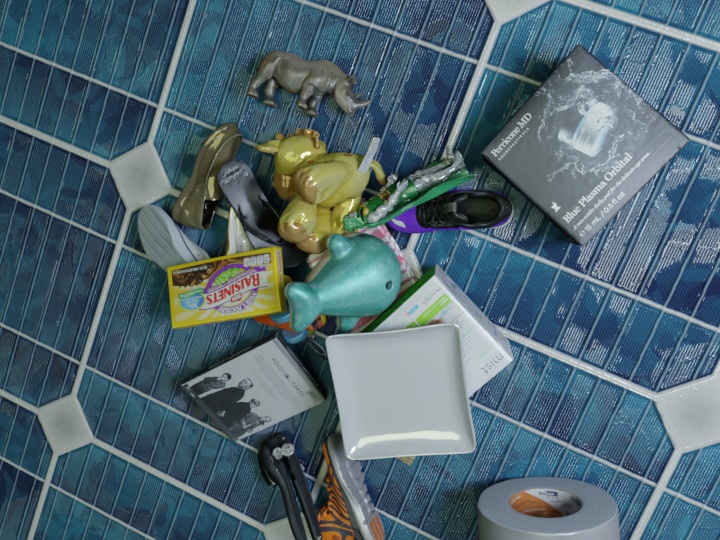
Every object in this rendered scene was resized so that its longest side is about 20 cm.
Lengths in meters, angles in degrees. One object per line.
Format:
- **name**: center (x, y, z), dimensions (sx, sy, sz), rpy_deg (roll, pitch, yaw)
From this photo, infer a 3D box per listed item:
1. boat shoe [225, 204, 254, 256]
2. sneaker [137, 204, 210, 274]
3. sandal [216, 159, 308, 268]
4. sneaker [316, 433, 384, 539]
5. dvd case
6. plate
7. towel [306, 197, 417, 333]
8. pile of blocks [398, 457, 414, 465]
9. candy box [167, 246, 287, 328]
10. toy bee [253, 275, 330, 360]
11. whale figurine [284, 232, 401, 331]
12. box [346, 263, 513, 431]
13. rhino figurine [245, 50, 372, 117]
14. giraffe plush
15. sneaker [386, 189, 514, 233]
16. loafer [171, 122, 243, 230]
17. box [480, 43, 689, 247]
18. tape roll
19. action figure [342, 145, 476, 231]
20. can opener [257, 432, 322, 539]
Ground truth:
- **boat shoe**: center (-0.189, -0.056, 1.086), dimensions (0.069, 0.071, 0.201), rpy_deg (4, 103, -8)
- **sneaker**: center (-0.309, -0.029, 1.114), dimensions (0.073, 0.071, 0.200), rpy_deg (-42, 75, 20)
- **sandal**: center (-0.158, -0.083, 1.028), dimensions (0.076, 0.043, 0.200), rpy_deg (-41, 104, -11)
- **sneaker**: center (-0.046, 0.382, 1.089), dimensions (0.112, 0.077, 0.201), rpy_deg (-24, 82, 23)
- **dvd case**: center (-0.178, 0.201, 1.092), dimensions (0.199, 0.025, 0.151), rpy_deg (-27, 115, 17)
- **plate**: center (0.061, 0.178, 0.959), dimensions (0.199, 0.032, 0.201), rpy_deg (-7, 101, 13)
- **towel**: center (0.000, 0.000, 1.062), dimensions (0.146, 0.030, 0.201), rpy_deg (-32, 88, 15)
- **pile of blocks**: center (0.026, 0.240, 1.064), dimensions (0.082, 0.062, 0.200), rpy_deg (-39, 86, 14)
- **candy box**: center (-0.212, 0.029, 1.020), dimensions (0.199, 0.026, 0.103), rpy_deg (-10, 83, 19)
- **toy bee**: center (-0.089, 0.069, 1.055), dimensions (0.200, 0.131, 0.109), rpy_deg (34, 64, 24)
- **whale figurine**: center (-0.019, 0.024, 0.955), dimensions (0.103, 0.200, 0.160), rpy_deg (17, 121, 40)
- **box**: center (0.104, 0.125, 1.005), dimensions (0.176, 0.097, 0.200), rpy_deg (45, 104, -3)
- **rhino figurine**: center (-0.077, -0.295, 1.034), dimensions (0.199, 0.060, 0.088), rpy_deg (15, 88, 8)
- **giraffe plush**: center (-0.077, -0.145, 0.995), dimensions (0.162, 0.172, 0.201), rpy_deg (35, 93, 31)
- **sneaker**: center (0.131, -0.094, 0.984), dimensions (0.199, 0.099, 0.070), rpy_deg (-3, 93, 13)
- **loafer**: center (-0.243, -0.153, 1.085), dimensions (0.067, 0.076, 0.200), rpy_deg (35, 112, 7)
- **box**: center (0.310, -0.171, 0.927), dimensions (0.200, 0.117, 0.197), rpy_deg (44, 103, 7)
- **tape roll**: center (0.272, 0.370, 0.948), dimensions (0.199, 0.200, 0.067), rpy_deg (-3, 94, 14)
- **action figure**: center (0.061, -0.115, 0.965), dimensions (0.199, 0.118, 0.055), rpy_deg (-32, 112, -2)
- **can opener**: center (-0.113, 0.365, 1.086), dimensions (0.200, 0.063, 0.079), rpy_deg (57, 149, 29)
